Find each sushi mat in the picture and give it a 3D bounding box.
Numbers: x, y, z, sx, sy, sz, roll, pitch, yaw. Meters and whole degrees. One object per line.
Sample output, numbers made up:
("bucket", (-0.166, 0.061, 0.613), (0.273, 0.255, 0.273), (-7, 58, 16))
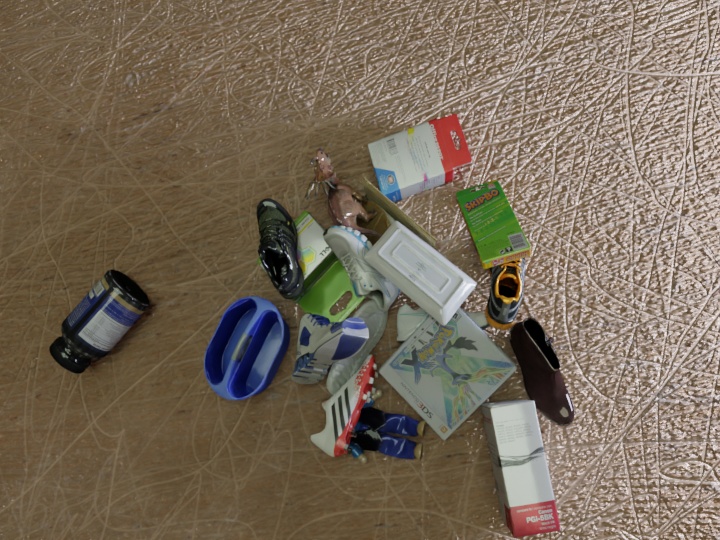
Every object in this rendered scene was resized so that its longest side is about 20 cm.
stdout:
("sushi mat", (0.077, -0.109, 1.097), (0.199, 0.096, 0.012), (42, 86, 14))

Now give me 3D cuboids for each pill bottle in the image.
("pill bottle", (-0.547, 0.109, 1.142), (0.111, 0.112, 0.201), (41, 87, 14))

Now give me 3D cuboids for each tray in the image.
("tray", (0.109, -0.003, 1.002), (0.198, 0.022, 0.108), (39, 71, 16))

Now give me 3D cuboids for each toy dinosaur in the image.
("toy dinosaur", (-0.041, -0.129, 1.075), (0.086, 0.134, 0.203), (-41, 57, 18))

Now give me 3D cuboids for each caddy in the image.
("caddy", (-0.225, 0.154, 1.085), (0.138, 0.105, 0.206), (24, 83, 11))

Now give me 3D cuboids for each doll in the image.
("doll", (0.027, 0.300, 1.049), (0.192, 0.049, 0.142), (7, 77, 14))

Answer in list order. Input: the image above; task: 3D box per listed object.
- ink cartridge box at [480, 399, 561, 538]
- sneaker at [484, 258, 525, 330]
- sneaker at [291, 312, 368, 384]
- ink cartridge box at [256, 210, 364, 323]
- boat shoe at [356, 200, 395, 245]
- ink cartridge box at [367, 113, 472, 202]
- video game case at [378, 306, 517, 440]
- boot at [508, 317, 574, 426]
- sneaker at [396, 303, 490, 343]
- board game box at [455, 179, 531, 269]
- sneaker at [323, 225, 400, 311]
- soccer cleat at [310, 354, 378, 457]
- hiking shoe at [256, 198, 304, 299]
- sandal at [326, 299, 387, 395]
("ink cartridge box", (0.274, 0.334, 0.953), (0.080, 0.147, 0.208), (-10, 78, 5))
("sneaker", (0.281, 0.008, 1.033), (0.075, 0.078, 0.206), (8, 57, 6))
("sneaker", (-0.073, 0.122, 1.035), (0.199, 0.079, 0.119), (-41, 45, 39))
("ink cartridge box", (-0.090, 0.008, 1.110), (0.148, 0.076, 0.200), (-44, 75, -2))
("boat shoe", (0.062, -0.063, 1.109), (0.071, 0.068, 0.201), (-49, 55, 17))
("ink cartridge box", (0.122, -0.230, 1.130), (0.193, 0.067, 0.120), (-18, 77, 5))
("video game case", (0.160, 0.183, 1.019), (0.182, 0.022, 0.201), (43, 105, 3))
("boot", (0.326, 0.184, 0.965), (0.071, 0.167, 0.205), (-28, 76, 2))
("sneaker", (0.162, 0.091, 1.059), (0.192, 0.071, 0.084), (-7, 75, 8))
("board game box", (0.254, -0.095, 1.065), (0.092, 0.030, 0.205), (-16, 50, 6))
("sneaker", (0.000, 0.000, 1.046), (0.199, 0.074, 0.088), (41, 56, -14))
("soccer cleat", (-0.027, 0.244, 1.026), (0.082, 0.069, 0.205), (15, 63, 16))
("hiking shoe", (-0.158, -0.052, 1.042), (0.073, 0.101, 0.207), (-20, 76, 4))
("sandal", (-0.016, 0.146, 1.082), (0.049, 0.082, 0.207), (15, 71, 53))
